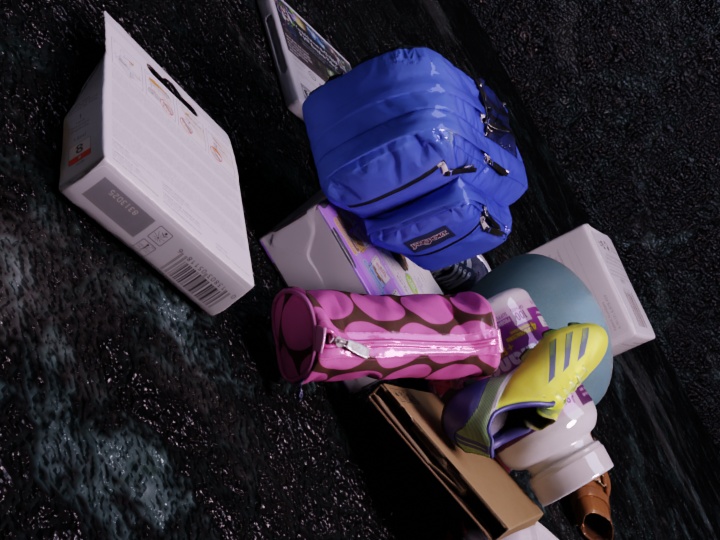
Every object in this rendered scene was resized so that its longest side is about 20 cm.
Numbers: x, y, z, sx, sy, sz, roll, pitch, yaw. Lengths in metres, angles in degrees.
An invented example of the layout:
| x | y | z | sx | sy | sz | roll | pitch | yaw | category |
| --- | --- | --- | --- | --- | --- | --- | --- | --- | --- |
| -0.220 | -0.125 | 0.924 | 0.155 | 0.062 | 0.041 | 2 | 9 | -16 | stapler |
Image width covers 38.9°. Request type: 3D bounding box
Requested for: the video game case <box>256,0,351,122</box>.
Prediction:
| x | y | z | sx | sy | sz | roll | pitch | yaw | category |
| --- | --- | --- | --- | --- | --- | --- | --- | --- | --- |
| -0.049 | -0.229 | 1.251 | 0.200 | 0.023 | 0.183 | 32 | 36 | -54 | video game case |

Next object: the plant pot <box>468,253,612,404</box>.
| x | y | z | sx | sy | sz | roll | pitch | yaw | category |
| --- | --- | --- | --- | --- | --- | --- | --- | --- | --- |
| 0.172 | 0.096 | 1.183 | 0.134 | 0.200 | 0.202 | -20 | 81 | -34 | plant pot |

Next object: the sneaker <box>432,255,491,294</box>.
| x | y | z | sx | sy | sz | roll | pitch | yaw | category |
| --- | --- | --- | --- | --- | --- | --- | --- | --- | --- |
| 0.101 | -0.008 | 1.263 | 0.200 | 0.070 | 0.109 | 47 | 19 | -20 | sneaker |

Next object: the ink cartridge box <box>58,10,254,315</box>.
| x | y | z | sx | sy | sz | roll | pitch | yaw | category |
| --- | --- | --- | --- | --- | --- | --- | --- | --- | --- |
| -0.156 | -0.084 | 0.775 | 0.162 | 0.050 | 0.201 | 45 | 18 | -39 | ink cartridge box |

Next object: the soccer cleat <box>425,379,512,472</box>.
| x | y | z | sx | sy | sz | roll | pitch | yaw | category |
| --- | --- | --- | --- | --- | --- | --- | --- | --- | --- |
| 0.100 | 0.139 | 1.090 | 0.076 | 0.066 | 0.202 | 8 | 55 | -50 | soccer cleat |

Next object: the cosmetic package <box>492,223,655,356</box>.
| x | y | z | sx | sy | sz | roll | pitch | yaw | category |
| --- | --- | --- | --- | --- | --- | --- | --- | --- | --- |
| 0.279 | 0.059 | 1.434 | 0.167 | 0.199 | 0.168 | 12 | 53 | -65 | cosmetic package |

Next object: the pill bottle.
| x | y | z | sx | sy | sz | roll | pitch | yaw | category |
| --- | --- | --- | --- | --- | --- | --- | --- | --- | --- |
| 0.169 | 0.129 | 1.030 | 0.201 | 0.112 | 0.112 | 60 | 19 | 14 | pill bottle |

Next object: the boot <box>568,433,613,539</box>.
| x | y | z | sx | sy | sz | roll | pitch | yaw | category |
| --- | --- | --- | --- | --- | --- | --- | --- | --- | --- |
| 0.291 | 0.271 | 1.402 | 0.201 | 0.076 | 0.156 | 57 | 23 | -37 | boot |

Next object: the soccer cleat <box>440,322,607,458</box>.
| x | y | z | sx | sy | sz | roll | pitch | yaw | category |
| --- | --- | --- | --- | --- | --- | --- | --- | --- | --- |
| 0.162 | 0.111 | 0.918 | 0.083 | 0.199 | 0.065 | 31 | -43 | 46 | soccer cleat |

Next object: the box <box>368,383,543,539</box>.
| x | y | z | sx | sy | sz | roll | pitch | yaw | category |
| --- | --- | --- | --- | --- | --- | --- | --- | --- | --- |
| 0.093 | 0.174 | 0.936 | 0.164 | 0.021 | 0.200 | 48 | 6 | 19 | box |

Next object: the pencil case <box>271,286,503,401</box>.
| x | y | z | sx | sy | sz | roll | pitch | yaw | category |
| --- | --- | --- | --- | --- | --- | --- | --- | --- | --- |
| 0.027 | 0.057 | 0.848 | 0.198 | 0.093 | 0.092 | 0 | 81 | -31 | pencil case |

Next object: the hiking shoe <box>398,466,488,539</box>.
| x | y | z | sx | sy | sz | roll | pitch | yaw | category |
| --- | --- | --- | --- | --- | --- | --- | --- | --- | --- |
| 0.096 | 0.268 | 0.886 | 0.101 | 0.075 | 0.201 | 41 | 28 | -39 | hiking shoe |

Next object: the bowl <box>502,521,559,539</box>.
| x | y | z | sx | sy | sz | roll | pitch | yaw | category |
| --- | --- | --- | --- | --- | --- | --- | --- | --- | --- |
| 0.182 | 0.340 | 1.015 | 0.200 | 0.074 | 0.201 | 45 | 25 | -37 | bowl |

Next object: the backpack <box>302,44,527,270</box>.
| x | y | z | sx | sy | sz | roll | pitch | yaw | category |
| --- | --- | --- | --- | --- | --- | --- | --- | --- | --- |
| 0.054 | -0.102 | 0.928 | 0.200 | 0.161 | 0.169 | 29 | 40 | -55 | backpack |

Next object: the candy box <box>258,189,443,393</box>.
| x | y | z | sx | sy | sz | roll | pitch | yaw | category |
| --- | --- | --- | --- | --- | --- | --- | --- | --- | --- |
| 0.000 | 0.000 | 1.000 | 0.169 | 0.071 | 0.200 | 59 | 20 | -8 | candy box |
